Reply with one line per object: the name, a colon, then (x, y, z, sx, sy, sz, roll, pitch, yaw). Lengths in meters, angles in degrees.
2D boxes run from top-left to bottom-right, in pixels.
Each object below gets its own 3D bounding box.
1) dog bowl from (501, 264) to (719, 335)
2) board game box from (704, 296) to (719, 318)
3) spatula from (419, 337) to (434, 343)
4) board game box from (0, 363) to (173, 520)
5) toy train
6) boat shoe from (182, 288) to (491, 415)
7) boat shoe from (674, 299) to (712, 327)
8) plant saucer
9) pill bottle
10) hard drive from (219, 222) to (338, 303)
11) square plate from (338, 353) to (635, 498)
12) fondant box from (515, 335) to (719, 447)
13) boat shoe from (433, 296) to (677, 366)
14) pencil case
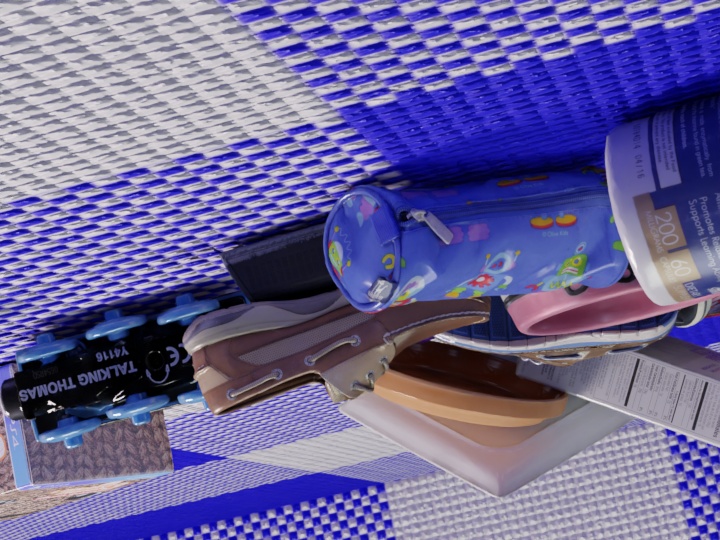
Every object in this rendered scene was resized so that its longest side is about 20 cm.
dog bowl: (0.186, -0.008, 1.461, 0.199, 0.074, 0.200, -12, 170, -2)
board game box: (0.339, -0.001, 1.741, 0.151, 0.047, 0.200, -8, 170, -19)
spatula: (0.076, 0.034, 1.698, 0.056, 0.021, 0.200, -23, 169, -10)
board game box: (-0.283, 0.143, 1.665, 0.200, 0.097, 0.159, -20, 167, 37)
toy train: (-0.159, 0.069, 1.463, 0.199, 0.087, 0.114, -16, 178, 8)
boat shoe: (-0.011, 0.050, 1.305, 0.199, 0.072, 0.076, -12, 168, 3)
boat shoe: (0.228, 0.017, 1.649, 0.062, 0.075, 0.200, -15, 176, -17)
plant saucer: (0.077, 0.096, 1.739, 0.199, 0.032, 0.200, 13, -172, -2)
pill bottle: (0.249, -0.056, 1.161, 0.199, 0.111, 0.111, -16, 169, 20)
hard drive: (0.000, 0.000, 1.369, 0.134, 0.043, 0.200, -15, 169, 17)
square plate: (0.116, 0.118, 1.822, 0.200, 0.029, 0.198, 26, -142, 38)
fondant box: (0.253, 0.090, 1.758, 0.199, 0.058, 0.144, 20, -170, 22)
boat shoe: (0.145, 0.043, 1.579, 0.199, 0.073, 0.072, 2, 153, 5)
pencil case: (0.076, -0.021, 1.248, 0.199, 0.078, 0.087, -6, 160, -31)
